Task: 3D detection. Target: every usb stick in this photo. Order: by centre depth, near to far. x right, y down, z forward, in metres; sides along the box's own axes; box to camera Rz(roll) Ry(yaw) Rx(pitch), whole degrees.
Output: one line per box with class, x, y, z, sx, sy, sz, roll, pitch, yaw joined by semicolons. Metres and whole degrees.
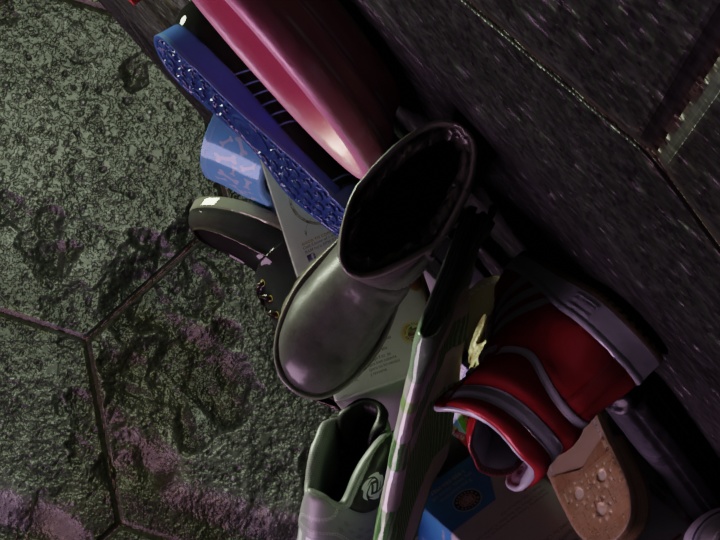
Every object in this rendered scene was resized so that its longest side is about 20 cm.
usb stick;0.197;0.123;1.119;0.200;0.033;0.055;50;174;-36

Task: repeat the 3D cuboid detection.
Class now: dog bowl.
dog bowl;-0.054;-0.089;1.381;0.050;0.112;0.200;33;172;17

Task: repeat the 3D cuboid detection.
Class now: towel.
towel;0.041;0.077;1.076;0.023;0.200;0.153;16;-145;8

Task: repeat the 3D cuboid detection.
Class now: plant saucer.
plant saucer;-0.044;-0.140;1.064;0.201;0.051;0.201;48;178;2

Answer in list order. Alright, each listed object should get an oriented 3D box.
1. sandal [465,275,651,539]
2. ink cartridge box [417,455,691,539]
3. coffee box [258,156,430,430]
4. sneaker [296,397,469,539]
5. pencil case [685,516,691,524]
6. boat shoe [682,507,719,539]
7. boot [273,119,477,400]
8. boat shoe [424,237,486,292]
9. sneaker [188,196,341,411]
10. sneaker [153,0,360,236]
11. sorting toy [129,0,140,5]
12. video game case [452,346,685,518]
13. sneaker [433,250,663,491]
sandal;0.100;0.078;1.135;0.070;0.078;0.212;10;-141;-43
ink cartridge box;0.140;0.188;1.151;0.200;0.116;0.067;40;151;36
coffee box;0.000;0.000;1.260;0.114;0.080;0.200;62;-171;-70
sneaker;0.021;0.127;1.215;0.075;0.200;0.116;13;118;25
pencil case;0.168;0.142;1.311;0.200;0.091;0.094;50;-175;17
boat shoe;0.253;0.192;0.951;0.200;0.074;0.065;38;170;12
boot;0.007;0.000;1.042;0.072;0.182;0.200;30;-178;-4
boat shoe;0.069;0.043;1.423;0.202;0.086;0.075;50;176;-37
sneaker;-0.058;0.024;1.361;0.200;0.106;0.075;26;170;17
sneaker;-0.040;-0.105;1.194;0.200;0.078;0.070;46;164;2
sorting toy;-0.219;-0.298;1.395;0.200;0.070;0.199;50;177;-31
video game case;0.132;0.122;1.256;0.200;0.018;0.143;43;134;25
sneaker;0.089;0.056;1.043;0.071;0.112;0.200;46;178;-12
